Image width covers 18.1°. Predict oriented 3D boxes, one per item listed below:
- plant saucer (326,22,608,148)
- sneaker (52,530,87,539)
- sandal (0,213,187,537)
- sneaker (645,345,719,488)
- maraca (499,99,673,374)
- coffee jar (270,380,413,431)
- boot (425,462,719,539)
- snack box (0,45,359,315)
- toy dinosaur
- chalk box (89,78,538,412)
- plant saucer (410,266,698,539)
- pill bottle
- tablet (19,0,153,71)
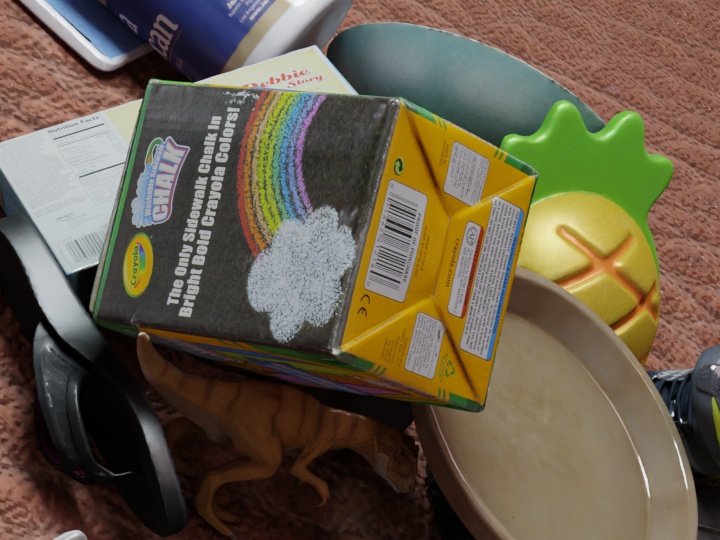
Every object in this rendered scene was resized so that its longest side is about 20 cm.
[{"bbox_3d":[0.063,-0.076,1.362,0.201,0.201,0.039,30,70,-10],"label":"plant saucer"},{"bbox_3d":[-0.077,0.188,0.998,0.200,0.087,0.075,30,34,-13],"label":"sneaker"},{"bbox_3d":[-0.146,0.059,1.112,0.048,0.075,0.201,-22,56,-23],"label":"sandal"},{"bbox_3d":[0.191,0.086,1.300,0.081,0.200,0.074,12,74,10],"label":"sneaker"},{"bbox_3d":[0.116,0.003,1.299,0.137,0.200,0.107,5,12,-29],"label":"maraca"},{"bbox_3d":[0.000,0.000,1.257,0.085,0.104,0.200,4,40,3],"label":"coffee jar"},{"bbox_3d":[0.139,0.167,1.237,0.200,0.073,0.182,26,38,-27],"label":"boot"},{"bbox_3d":[-0.085,-0.051,1.210,0.200,0.037,0.116,-19,46,-20],"label":"snack box"},{"bbox_3d":[-0.062,0.072,1.118,0.200,0.106,0.060,20,35,-36],"label":"toy dinosaur"},{"bbox_3d":[-0.039,-0.014,1.084,0.124,0.200,0.125,23,78,-50],"label":"chalk box"},{"bbox_3d":[0.097,0.088,1.176,0.200,0.029,0.200,28,43,-30],"label":"plant saucer"},{"bbox_3d":[-0.110,-0.193,1.354,0.200,0.111,0.111,41,35,6],"label":"pill bottle"},{"bbox_3d":[-0.150,-0.195,1.427,0.130,0.014,0.200,43,35,8],"label":"tablet"}]
